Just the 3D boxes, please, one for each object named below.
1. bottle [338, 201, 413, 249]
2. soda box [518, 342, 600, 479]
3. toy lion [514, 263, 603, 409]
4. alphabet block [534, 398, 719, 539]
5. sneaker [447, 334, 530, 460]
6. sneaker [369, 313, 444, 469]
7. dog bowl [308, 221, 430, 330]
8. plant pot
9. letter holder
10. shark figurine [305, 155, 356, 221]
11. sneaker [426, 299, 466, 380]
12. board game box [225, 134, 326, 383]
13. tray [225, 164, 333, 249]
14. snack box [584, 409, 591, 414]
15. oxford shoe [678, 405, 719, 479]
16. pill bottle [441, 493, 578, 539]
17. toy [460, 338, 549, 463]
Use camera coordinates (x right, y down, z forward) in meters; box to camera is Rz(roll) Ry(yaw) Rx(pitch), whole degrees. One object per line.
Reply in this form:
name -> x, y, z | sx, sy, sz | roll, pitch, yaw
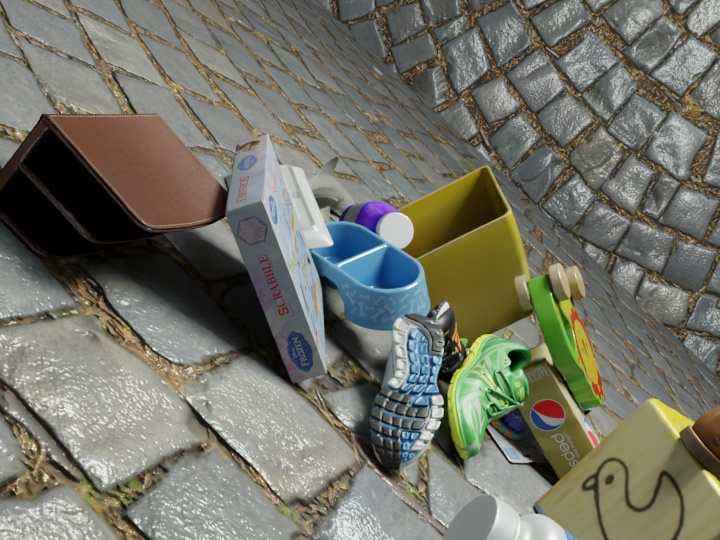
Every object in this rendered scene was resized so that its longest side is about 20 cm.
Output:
bottle -> 0.019, -0.052, 1.278 | 0.065, 0.084, 0.200 | 16, -4, -16
soda box -> 0.263, 0.201, 1.252 | 0.201, 0.064, 0.068 | 60, 17, -11
toy lion -> 0.280, 0.093, 1.267 | 0.200, 0.068, 0.193 | 5, 68, -68
alphabet block -> 0.364, 0.304, 1.102 | 0.196, 0.200, 0.196 | 28, 22, -36
sneaker -> 0.158, 0.145, 1.145 | 0.200, 0.083, 0.074 | -58, 140, -47
sneaker -> 0.051, 0.145, 1.031 | 0.075, 0.087, 0.200 | 15, 42, 3
dog bowl -> 0.000, 0.000, 1.149 | 0.111, 0.050, 0.200 | -23, 40, -33
plant pot -> 0.150, -0.007, 1.387 | 0.177, 0.199, 0.200 | 59, 11, -23
letter holder -> -0.221, -0.063, 0.889 | 0.142, 0.101, 0.200 | 46, 18, 4
shark figurine -> -0.058, -0.129, 1.410 | 0.128, 0.090, 0.214 | 42, 16, 5
sneaker -> 0.107, 0.097, 1.188 | 0.090, 0.070, 0.200 | 51, -3, 9
board game box -> -0.086, -0.018, 0.998 | 0.200, 0.041, 0.200 | -98, 171, -64
tray -> -0.107, -0.086, 1.206 | 0.107, 0.022, 0.200 | -6, 36, -14
snack box -> 0.279, 0.183, 1.472 | 0.116, 0.037, 0.200 | 52, 20, 28
oxford shoe -> 0.442, 0.216, 1.033 | 0.200, 0.071, 0.071 | 37, 17, -21
pill bottle -> 0.171, 0.295, 0.862 | 0.200, 0.112, 0.112 | 40, 18, -11
toy -> 0.188, 0.171, 1.291 | 0.115, 0.047, 0.200 | 15, 31, -52
